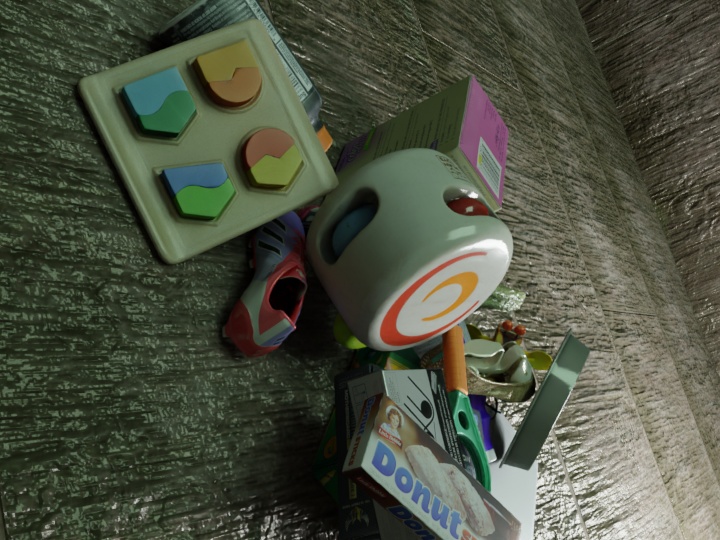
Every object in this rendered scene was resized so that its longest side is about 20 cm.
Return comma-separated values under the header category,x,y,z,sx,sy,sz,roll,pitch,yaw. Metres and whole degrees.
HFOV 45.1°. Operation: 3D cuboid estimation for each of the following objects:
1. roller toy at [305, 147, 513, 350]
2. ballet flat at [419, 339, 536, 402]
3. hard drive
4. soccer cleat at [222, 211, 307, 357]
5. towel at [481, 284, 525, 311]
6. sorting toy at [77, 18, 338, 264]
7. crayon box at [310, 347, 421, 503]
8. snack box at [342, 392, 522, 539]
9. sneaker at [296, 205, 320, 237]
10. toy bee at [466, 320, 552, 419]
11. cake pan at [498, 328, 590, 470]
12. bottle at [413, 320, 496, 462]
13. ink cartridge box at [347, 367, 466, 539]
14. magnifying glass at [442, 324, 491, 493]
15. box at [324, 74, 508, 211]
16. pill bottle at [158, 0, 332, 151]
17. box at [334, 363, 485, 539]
category,x,y,z,sx,sy,sz,roll,pitch,yaw
roller toy,0.047,-0.025,0.866,0.140,0.200,0.183,56,-17,28
ballet flat,0.154,0.112,1.000,0.200,0.065,0.071,8,42,-44
hard drive,0.189,0.291,1.142,0.132,0.026,0.200,53,31,-22
soccer cleat,-0.076,0.003,0.857,0.067,0.076,0.200,50,33,-27
towel,0.118,0.017,1.128,0.200,0.148,0.037,10,98,-57
sorting toy,-0.133,-0.126,0.807,0.200,0.036,0.186,-27,93,-27
crayon box,0.029,0.173,0.923,0.119,0.058,0.200,53,32,-21
snack box,0.064,0.188,0.710,0.200,0.024,0.072,46,42,-25
sneaker,0.000,0.000,0.994,0.200,0.081,0.075,43,65,-23
toy bee,0.204,0.113,1.191,0.131,0.109,0.200,14,23,-11
cake pan,0.237,0.170,1.103,0.037,0.201,0.200,28,26,14
bottle,0.111,0.141,1.061,0.065,0.083,0.201,-1,69,-60
ink cartridge box,0.053,0.187,0.756,0.094,0.044,0.201,7,65,-51
magnifying glass,0.099,0.144,0.872,0.080,0.022,0.200,35,40,-40
box,0.069,-0.119,1.063,0.097,0.200,0.176,51,32,-26
pill bottle,-0.112,-0.197,0.916,0.200,0.106,0.106,55,31,-21
box,0.056,0.194,0.843,0.200,0.051,0.158,29,49,-44
